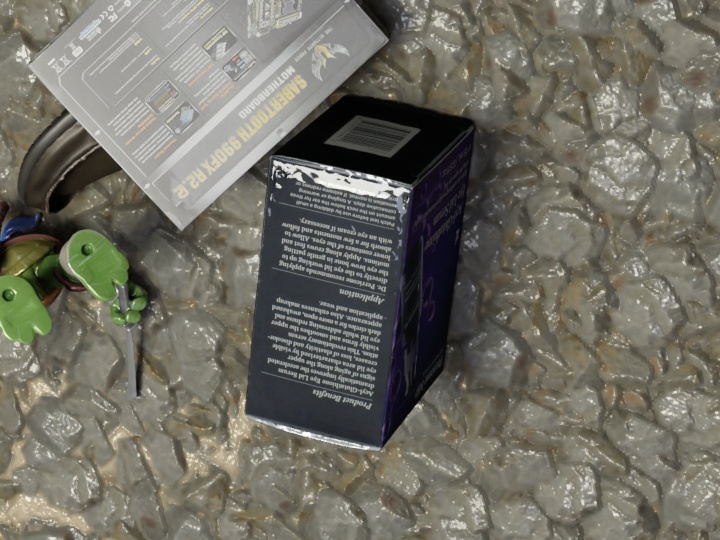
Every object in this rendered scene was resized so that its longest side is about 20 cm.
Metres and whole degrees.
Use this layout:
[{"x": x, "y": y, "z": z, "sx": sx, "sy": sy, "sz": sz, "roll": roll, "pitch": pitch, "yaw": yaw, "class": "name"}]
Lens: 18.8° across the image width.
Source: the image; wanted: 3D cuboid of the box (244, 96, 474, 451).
[{"x": 0.000, "y": 0.000, "z": 1.500, "sx": 0.104, "sy": 0.148, "sz": 0.200, "roll": 13, "pitch": 115, "yaw": 16, "class": "box"}]

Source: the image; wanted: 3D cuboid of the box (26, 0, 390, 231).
[{"x": -0.103, "y": -0.152, "z": 1.492, "sx": 0.200, "sy": 0.048, "sz": 0.158, "roll": -43, "pitch": 98, "yaw": 8, "class": "box"}]

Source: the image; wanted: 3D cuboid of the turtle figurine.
[{"x": -0.222, "y": 0.045, "z": 1.593, "sx": 0.144, "sy": 0.194, "sz": 0.201, "roll": 4, "pitch": 83, "yaw": -14, "class": "turtle figurine"}]

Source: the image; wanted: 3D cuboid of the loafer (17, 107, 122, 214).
[{"x": -0.174, "y": -0.102, "z": 1.569, "sx": 0.071, "sy": 0.073, "sz": 0.200, "roll": 46, "pitch": 119, "yaw": 2, "class": "loafer"}]
